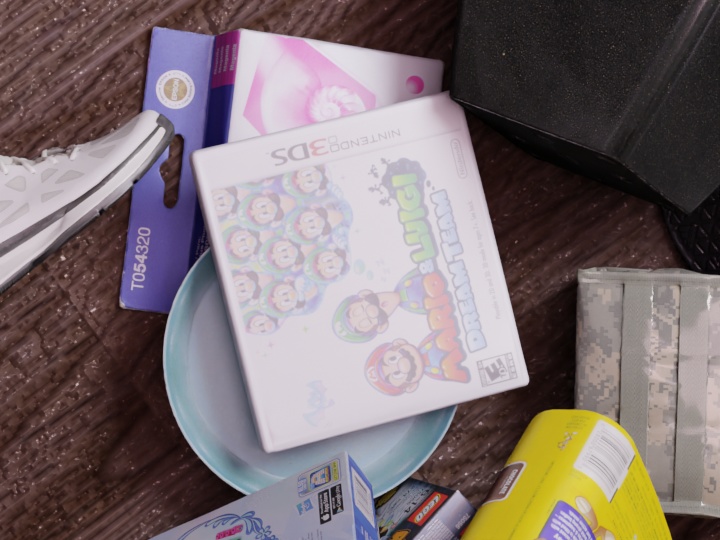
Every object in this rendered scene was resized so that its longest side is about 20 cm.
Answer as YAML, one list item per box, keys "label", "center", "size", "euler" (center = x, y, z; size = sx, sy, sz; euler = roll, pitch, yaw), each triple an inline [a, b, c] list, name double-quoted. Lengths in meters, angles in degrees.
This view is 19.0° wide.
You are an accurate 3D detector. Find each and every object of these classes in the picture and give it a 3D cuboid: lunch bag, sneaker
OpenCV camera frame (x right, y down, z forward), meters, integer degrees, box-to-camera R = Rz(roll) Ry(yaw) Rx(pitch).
- label: "lunch bag"
  center: [0.244, 0.082, 1.424]
  size: [0.200, 0.118, 0.164]
  euler: [2, 92, 12]
- label: "sneaker"
  center: [0.279, -0.015, 1.513]
  size: [0.083, 0.072, 0.200]
  euler: [-23, 90, -40]
- label: "sneaker"
  center: [-0.224, -0.065, 1.393]
  size: [0.200, 0.076, 0.115]
  euler: [-39, 95, -8]

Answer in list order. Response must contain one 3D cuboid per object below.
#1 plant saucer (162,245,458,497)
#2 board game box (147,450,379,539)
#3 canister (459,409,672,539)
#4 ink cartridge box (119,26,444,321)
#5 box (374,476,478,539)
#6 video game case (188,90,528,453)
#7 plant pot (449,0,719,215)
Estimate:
- label: "plant saucer"
  center: [-0.031, 0.057, 1.414]
  size: [0.200, 0.027, 0.200]
  euler: [0, 88, -12]
- label: "board game box"
  center: [-0.078, 0.229, 1.311]
  size: [0.199, 0.200, 0.043]
  euler: [-24, 128, 15]
- label: "canister"
  center: [0.111, 0.199, 1.307]
  size: [0.200, 0.086, 0.149]
  euler: [-54, 130, -42]
- label: "ink cartridge box"
  center: [-0.051, -0.058, 1.449]
  size: [0.200, 0.043, 0.197]
  euler: [7, 84, -13]
- label: "box"
  center: [-0.013, 0.218, 1.382]
  size: [0.040, 0.137, 0.200]
  euler: [46, 78, -12]
- label: "video game case"
  center: [0.000, 0.000, 1.395]
  size: [0.182, 0.024, 0.200]
  euler: [-14, 92, -11]
- label: "plant pot"
  center: [0.174, -0.150, 1.397]
  size: [0.200, 0.199, 0.178]
  euler: [23, 88, 32]
